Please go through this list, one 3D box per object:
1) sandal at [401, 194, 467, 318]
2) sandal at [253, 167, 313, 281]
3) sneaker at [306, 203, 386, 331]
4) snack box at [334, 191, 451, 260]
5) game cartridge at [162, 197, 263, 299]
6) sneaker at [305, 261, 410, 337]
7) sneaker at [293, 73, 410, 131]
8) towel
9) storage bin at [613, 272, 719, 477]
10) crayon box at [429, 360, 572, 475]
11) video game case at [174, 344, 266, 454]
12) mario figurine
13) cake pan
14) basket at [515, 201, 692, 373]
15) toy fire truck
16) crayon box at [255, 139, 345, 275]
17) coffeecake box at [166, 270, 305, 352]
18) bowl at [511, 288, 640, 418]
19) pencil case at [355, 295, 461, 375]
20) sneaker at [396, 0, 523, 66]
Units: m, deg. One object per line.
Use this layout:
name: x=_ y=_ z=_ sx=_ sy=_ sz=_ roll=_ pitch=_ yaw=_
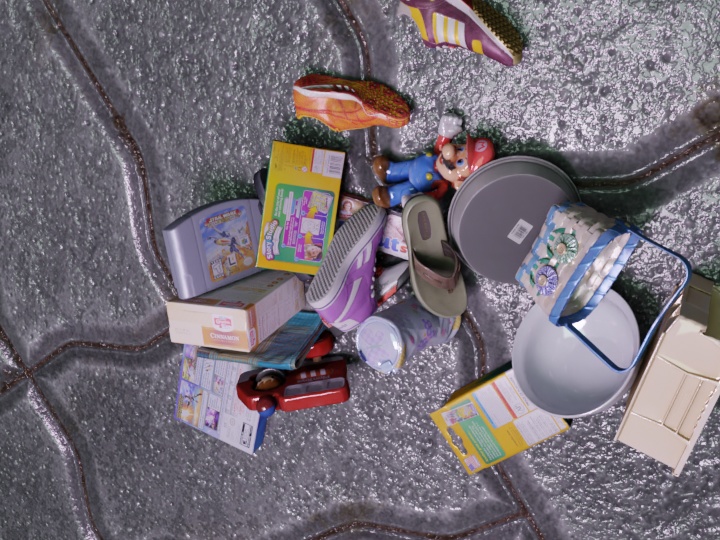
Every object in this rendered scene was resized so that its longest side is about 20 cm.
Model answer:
sandal: x=0.109 y=-0.012 z=1.210 sx=0.079 sy=0.057 sz=0.203 roll=-27 pitch=117 yaw=-12
sandal: x=-0.136 y=-0.072 z=1.384 sx=0.042 sy=0.076 sz=0.203 roll=-19 pitch=99 yaw=22
sneaker: x=-0.001 y=0.000 z=1.296 sx=0.072 sy=0.202 sz=0.114 roll=8 pitch=151 yaw=50
snack box: x=0.052 y=-0.064 z=1.330 sx=0.197 sy=0.024 sz=0.073 roll=19 pitch=114 yaw=18
game cartridge: x=-0.228 y=-0.047 z=1.369 sx=0.041 sy=0.198 sz=0.135 roll=11 pitch=116 yaw=44
sneaker: x=-0.007 y=0.018 z=1.361 sx=0.201 sy=0.067 sz=0.108 roll=-39 pitch=91 yaw=32
sneaker: x=-0.012 y=-0.251 z=1.283 sx=0.197 sy=0.073 sz=0.078 roll=18 pitch=136 yaw=23
towel: x=-0.167 y=0.111 z=1.425 sx=0.197 sy=0.147 sz=0.022 roll=5 pitch=126 yaw=24
storage bin: x=0.435 y=0.130 z=1.119 sx=0.093 sy=0.200 sz=0.201 roll=24 pitch=116 yaw=17
crayon box: x=0.226 y=0.232 z=1.335 sx=0.199 sy=0.052 sz=0.127 roll=-34 pitch=91 yaw=29
video game case: x=-0.256 y=0.221 z=1.559 sx=0.179 sy=0.045 sz=0.203 roll=20 pitch=114 yaw=16
mario figurine: x=0.103 y=-0.160 z=1.229 sx=0.197 sy=0.106 sz=0.125 roll=-13 pitch=100 yaw=29
cake pan: x=0.226 y=-0.065 z=1.200 sx=0.196 sy=0.037 sz=0.203 roll=1 pitch=119 yaw=1
basket: x=0.318 y=0.015 z=1.107 sx=0.199 sy=0.138 sz=0.178 roll=37 pitch=118 yaw=27
toy fire truck: x=-0.115 y=0.190 z=1.397 sx=0.196 sy=0.168 sz=0.114 roll=-8 pitch=105 yaw=2
crayon box: x=-0.097 y=-0.098 z=1.314 sx=0.117 sy=0.058 sz=0.204 roll=8 pitch=96 yaw=-9
coffeecake box: x=-0.204 y=0.057 z=1.389 sx=0.151 sy=0.200 sz=0.074 roll=5 pitch=110 yaw=23
bowl: x=0.328 y=0.127 z=1.207 sx=0.199 sy=0.090 sz=0.204 roll=-22 pitch=53 yaw=32
pencil case: x=0.079 y=0.090 z=1.271 sx=0.091 sy=0.199 sz=0.083 roll=52 pitch=125 yaw=11
sneaker: x=0.141 y=-0.341 z=1.174 sx=0.200 sy=0.075 sz=0.090 roll=45 pitch=128 yaw=12
